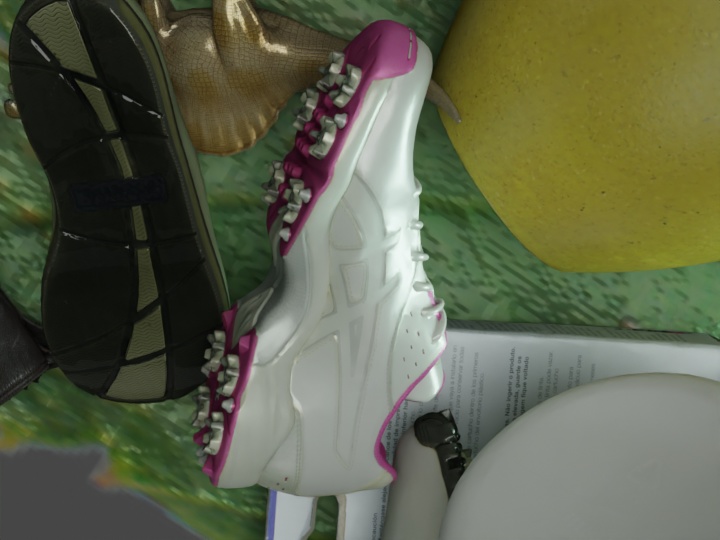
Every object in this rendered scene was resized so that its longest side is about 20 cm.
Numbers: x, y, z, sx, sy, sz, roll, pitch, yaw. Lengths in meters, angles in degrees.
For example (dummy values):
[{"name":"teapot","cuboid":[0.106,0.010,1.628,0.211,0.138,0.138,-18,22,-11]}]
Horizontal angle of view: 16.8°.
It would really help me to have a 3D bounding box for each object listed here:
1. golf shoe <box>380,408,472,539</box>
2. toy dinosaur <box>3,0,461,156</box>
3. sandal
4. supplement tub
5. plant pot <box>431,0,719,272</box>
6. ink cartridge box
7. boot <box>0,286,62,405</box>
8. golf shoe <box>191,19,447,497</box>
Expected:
[{"name":"golf shoe","cuboid":[0.011,0.158,1.005,0.087,0.077,0.202,2,96,2]},{"name":"toy dinosaur","cuboid":[-0.049,-0.098,1.008,0.198,0.058,0.102,-2,96,18]},{"name":"sandal","cuboid":[-0.093,-0.032,0.995,0.079,0.057,0.202,1,121,9]},{"name":"supplement tub","cuboid":[0.123,0.155,0.951,0.145,0.146,0.201,-27,129,-5]},{"name":"plant pot","cuboid":[0.113,-0.080,0.989,0.142,0.200,0.201,-33,100,19]},{"name":"ink cartridge box","cuboid":[0.054,0.121,1.061,0.198,0.043,0.198,4,97,-6]},{"name":"boot","cuboid":[-0.218,0.010,0.963,0.199,0.069,0.175,-29,99,-40]},{"name":"golf shoe","cuboid":[0.000,0.000,0.960,0.091,0.075,0.201,15,111,-14]}]
